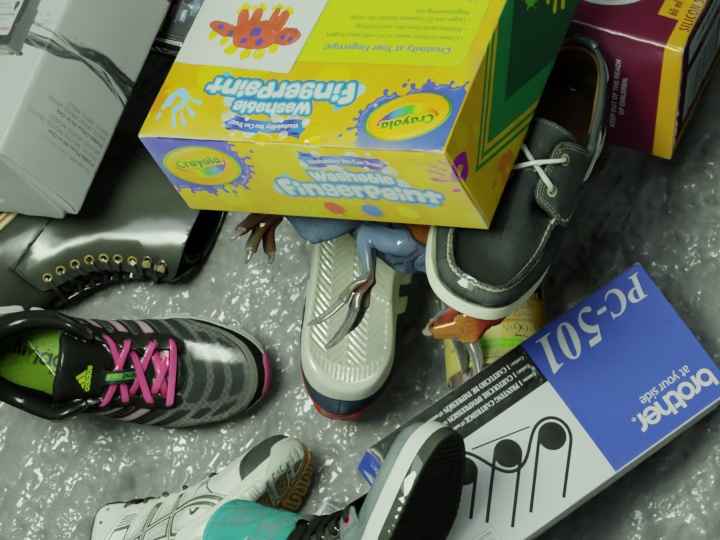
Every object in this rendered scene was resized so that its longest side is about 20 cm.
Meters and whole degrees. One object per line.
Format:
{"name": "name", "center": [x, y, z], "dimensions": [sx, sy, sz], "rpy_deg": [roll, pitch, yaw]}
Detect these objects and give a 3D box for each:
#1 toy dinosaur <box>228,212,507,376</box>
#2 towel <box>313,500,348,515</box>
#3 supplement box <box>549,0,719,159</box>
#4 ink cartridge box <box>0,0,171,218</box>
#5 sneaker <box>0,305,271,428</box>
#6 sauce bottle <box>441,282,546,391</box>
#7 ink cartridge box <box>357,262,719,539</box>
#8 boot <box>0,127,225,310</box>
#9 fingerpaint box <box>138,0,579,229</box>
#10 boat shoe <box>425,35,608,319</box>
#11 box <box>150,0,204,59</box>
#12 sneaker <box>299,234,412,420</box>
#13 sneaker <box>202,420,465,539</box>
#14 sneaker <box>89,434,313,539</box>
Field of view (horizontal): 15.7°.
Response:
{"name": "toy dinosaur", "center": [0.013, -0.023, 1.473], "dimensions": [0.181, 0.105, 0.201], "rpy_deg": [4, 107, 44]}
{"name": "towel", "center": [0.008, 0.245, 1.504], "dimensions": [0.165, 0.086, 0.201], "rpy_deg": [24, 81, 27]}
{"name": "supplement box", "center": [0.111, -0.154, 1.565], "dimensions": [0.199, 0.086, 0.110], "rpy_deg": [16, 45, 16]}
{"name": "ink cartridge box", "center": [-0.215, -0.145, 1.667], "dimensions": [0.145, 0.083, 0.201], "rpy_deg": [7, 67, 40]}
{"name": "sneaker", "center": [-0.157, 0.062, 1.613], "dimensions": [0.199, 0.087, 0.074], "rpy_deg": [7, 98, 6]}
{"name": "sauce bottle", "center": [0.077, -0.009, 1.579], "dimensions": [0.064, 0.065, 0.201], "rpy_deg": [-12, 68, 18]}
{"name": "ink cartridge box", "center": [0.106, 0.090, 1.489], "dimensions": [0.200, 0.044, 0.094], "rpy_deg": [-33, 79, -18]}
{"name": "boot", "center": [-0.179, 0.003, 1.679], "dimensions": [0.138, 0.077, 0.201], "rpy_deg": [24, 83, 23]}
{"name": "fingerpaint box", "center": [0.001, -0.113, 1.451], "dimensions": [0.199, 0.073, 0.167], "rpy_deg": [4, 57, 32]}
{"name": "boat shoe", "center": [0.089, -0.053, 1.441], "dimensions": [0.072, 0.068, 0.200], "rpy_deg": [24, 47, 7]}
{"name": "box", "center": [-0.098, -0.238, 1.718], "dimensions": [0.161, 0.049, 0.201], "rpy_deg": [16, 82, 42]}
{"name": "sneaker", "center": [0.000, 0.000, 1.602], "dimensions": [0.075, 0.085, 0.201], "rpy_deg": [14, 62, 3]}
{"name": "sneaker", "center": [-0.024, 0.149, 1.437], "dimensions": [0.121, 0.084, 0.201], "rpy_deg": [32, 113, 25]}
{"name": "sneaker", "center": [-0.120, 0.160, 1.593], "dimensions": [0.200, 0.076, 0.088], "rpy_deg": [-43, 61, 2]}
